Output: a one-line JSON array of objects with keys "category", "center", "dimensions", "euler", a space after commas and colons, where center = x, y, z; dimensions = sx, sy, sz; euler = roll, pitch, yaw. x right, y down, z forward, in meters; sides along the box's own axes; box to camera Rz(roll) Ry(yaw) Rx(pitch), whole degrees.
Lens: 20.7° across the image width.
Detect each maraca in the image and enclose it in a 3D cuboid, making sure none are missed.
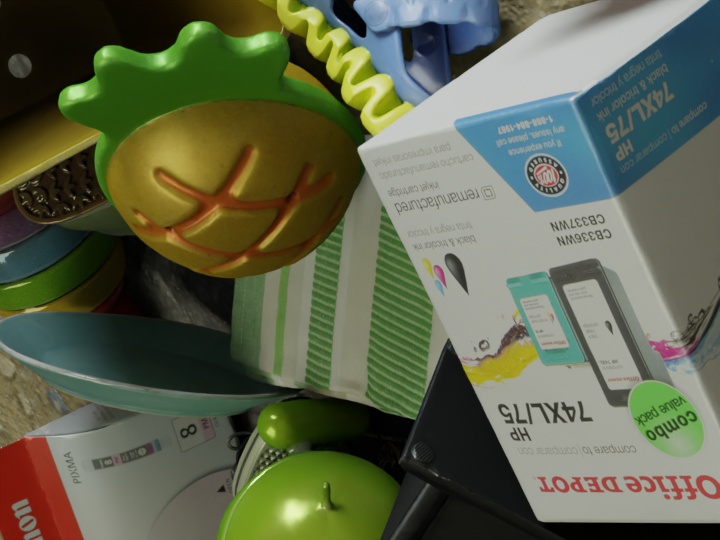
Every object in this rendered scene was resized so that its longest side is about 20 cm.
[{"category": "maraca", "center": [-0.070, -0.063, 0.981], "dimensions": [0.200, 0.136, 0.108], "euler": [58, -163, -61]}]

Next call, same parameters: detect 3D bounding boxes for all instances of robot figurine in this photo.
[{"category": "robot figurine", "center": [-0.024, 0.162, 1.113], "dimensions": [0.200, 0.115, 0.177], "euler": [126, 136, -80]}]

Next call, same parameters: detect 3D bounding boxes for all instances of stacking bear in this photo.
[{"category": "stacking bear", "center": [-0.208, -0.001, 1.319], "dimensions": [0.121, 0.113, 0.201], "euler": [40, 161, 55]}]

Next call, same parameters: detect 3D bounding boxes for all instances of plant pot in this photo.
[{"category": "plant pot", "center": [-0.189, -0.163, 1.093], "dimensions": [0.201, 0.199, 0.176], "euler": [63, 159, -7]}]

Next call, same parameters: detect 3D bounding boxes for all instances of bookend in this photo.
[{"category": "bookend", "center": [0.084, 0.168, 1.020], "dimensions": [0.199, 0.092, 0.199], "euler": [28, 131, -2]}]

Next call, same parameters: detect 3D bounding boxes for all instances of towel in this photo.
[{"category": "towel", "center": [0.000, 0.000, 1.096], "dimensions": [0.199, 0.023, 0.154], "euler": [12, 99, 47]}]

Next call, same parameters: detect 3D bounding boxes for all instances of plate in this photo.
[{"category": "plate", "center": [-0.128, 0.060, 1.208], "dimensions": [0.199, 0.199, 0.026], "euler": [17, 101, 40]}]

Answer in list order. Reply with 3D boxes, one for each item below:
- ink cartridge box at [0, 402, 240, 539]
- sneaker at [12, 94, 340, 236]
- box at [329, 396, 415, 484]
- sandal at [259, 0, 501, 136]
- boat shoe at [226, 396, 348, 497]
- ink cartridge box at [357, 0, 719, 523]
[{"category": "ink cartridge box", "center": [-0.169, 0.172, 1.341], "dimensions": [0.057, 0.199, 0.164], "euler": [34, 145, 56]}, {"category": "sneaker", "center": [-0.092, -0.063, 1.129], "dimensions": [0.199, 0.090, 0.068], "euler": [-11, 81, 15]}, {"category": "box", "center": [0.070, 0.093, 1.121], "dimensions": [0.199, 0.051, 0.159], "euler": [6, 124, 47]}, {"category": "sandal", "center": [0.002, -0.144, 0.996], "dimensions": [0.087, 0.079, 0.200], "euler": [-49, 68, 17]}, {"category": "boat shoe", "center": [-0.050, 0.124, 1.252], "dimensions": [0.200, 0.074, 0.063], "euler": [96, 158, -62]}, {"category": "ink cartridge box", "center": [0.129, -0.009, 0.883], "dimensions": [0.146, 0.146, 0.201], "euler": [-9, 112, 52]}]
